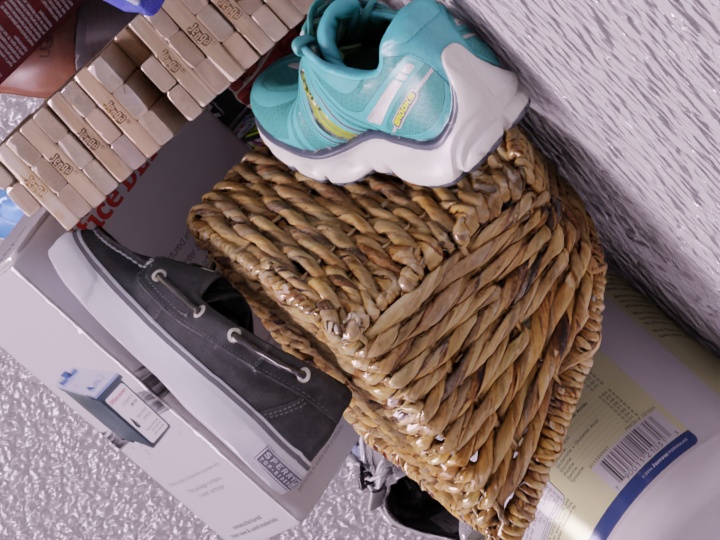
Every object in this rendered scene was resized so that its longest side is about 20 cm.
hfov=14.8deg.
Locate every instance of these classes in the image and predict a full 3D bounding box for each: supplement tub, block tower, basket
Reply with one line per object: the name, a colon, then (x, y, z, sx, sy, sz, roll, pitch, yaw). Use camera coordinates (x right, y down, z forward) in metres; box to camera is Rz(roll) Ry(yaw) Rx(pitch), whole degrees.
supplement tub: (0.114, 0.083, 1.372, 0.200, 0.145, 0.145, 43, 177, 36)
block tower: (-0.089, -0.098, 1.299, 0.054, 0.200, 0.058, 46, -150, -9)
basket: (0.039, 0.006, 1.285, 0.149, 0.143, 0.200, 52, 171, -28)

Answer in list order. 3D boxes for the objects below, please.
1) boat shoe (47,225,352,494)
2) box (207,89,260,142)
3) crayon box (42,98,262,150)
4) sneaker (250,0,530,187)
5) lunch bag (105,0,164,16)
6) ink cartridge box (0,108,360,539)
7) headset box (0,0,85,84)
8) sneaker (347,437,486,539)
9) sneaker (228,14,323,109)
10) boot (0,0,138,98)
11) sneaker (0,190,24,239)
boat shoe: (-0.073, 0.029, 1.282, 0.200, 0.057, 0.069, 41, 178, 41)
box: (-0.110, -0.157, 1.537, 0.200, 0.044, 0.160, 44, -158, 7)
crayon box: (-0.090, -0.085, 1.635, 0.200, 0.119, 0.058, 29, 141, -31)
sneaker: (0.004, -0.089, 1.216, 0.080, 0.078, 0.200, 51, 160, -19)
lunch bag: (-0.146, -0.211, 1.136, 0.170, 0.124, 0.200, 46, 169, -30)
ink cartridge box: (-0.083, 0.021, 1.431, 0.200, 0.147, 0.086, 41, 148, -11)
headset box: (-0.194, -0.185, 1.354, 0.149, 0.200, 0.075, 43, 175, 19)
sneaker: (0.025, 0.099, 1.517, 0.200, 0.082, 0.075, 20, 133, 48)
sneaker: (-0.043, -0.119, 1.401, 0.082, 0.078, 0.200, 45, 177, 25)
boot: (-0.208, -0.163, 1.429, 0.069, 0.199, 0.189, 71, -166, -69)
sneaker: (-0.127, -0.019, 1.564, 0.199, 0.079, 0.066, 4, 149, 7)
